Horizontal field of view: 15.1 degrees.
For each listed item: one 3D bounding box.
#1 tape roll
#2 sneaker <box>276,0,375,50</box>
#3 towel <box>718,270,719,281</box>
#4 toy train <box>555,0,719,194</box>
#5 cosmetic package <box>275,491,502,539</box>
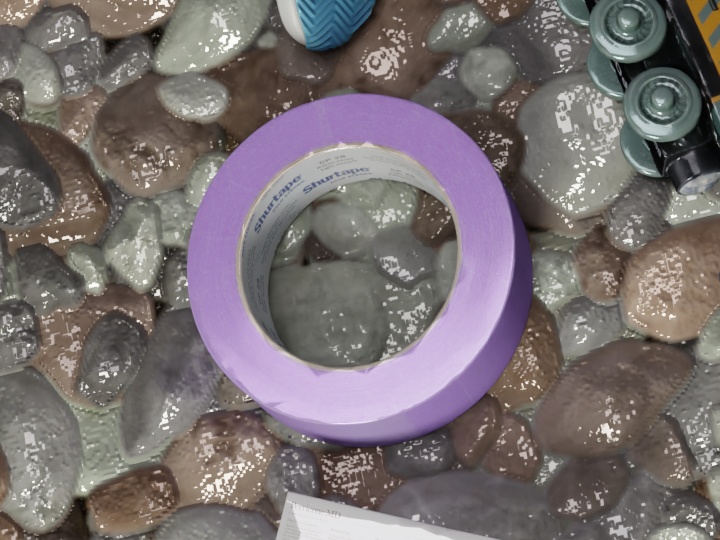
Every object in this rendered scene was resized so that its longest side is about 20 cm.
[{"bbox_3d":[0.000,0.000,1.615,0.198,0.066,0.202,-4,74,12],"label":"tape roll"},{"bbox_3d":[-0.038,-0.234,1.690,0.081,0.076,0.202,-11,84,52],"label":"sneaker"},{"bbox_3d":[0.273,0.078,1.534,0.111,0.049,0.202,-14,73,10],"label":"towel"},{"bbox_3d":[0.188,-0.145,1.604,0.113,0.085,0.201,-21,71,-3],"label":"toy train"},{"bbox_3d":[0.046,0.190,1.557,0.198,0.051,0.083,12,80,16],"label":"cosmetic package"}]
